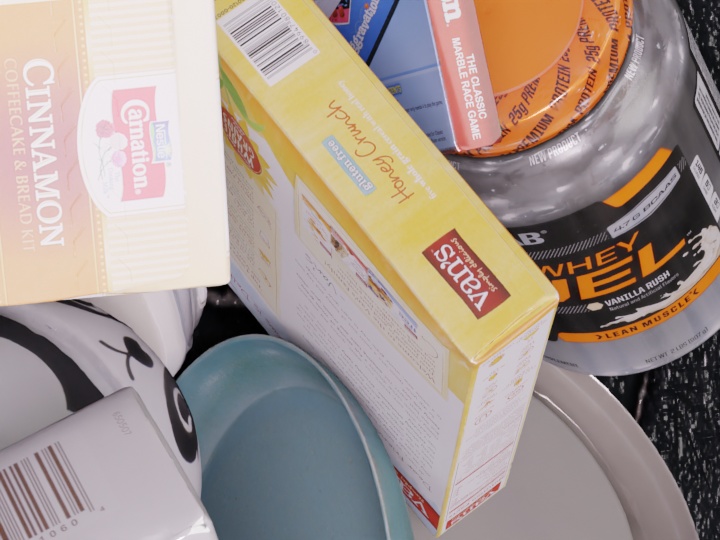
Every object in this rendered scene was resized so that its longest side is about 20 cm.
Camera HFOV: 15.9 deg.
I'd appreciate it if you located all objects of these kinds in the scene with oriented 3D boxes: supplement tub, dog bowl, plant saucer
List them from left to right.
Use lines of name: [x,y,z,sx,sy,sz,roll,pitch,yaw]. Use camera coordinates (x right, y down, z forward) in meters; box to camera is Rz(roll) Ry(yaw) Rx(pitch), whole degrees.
plant saucer: [-0.033,0.123,0.905,0.027,0.200,0.201,5,85,-33]
dog bowl: [0.039,0.101,1.005,0.200,0.059,0.201,24,39,-21]
supplement tub: [0.076,-0.049,0.973,0.200,0.122,0.123,50,50,-58]

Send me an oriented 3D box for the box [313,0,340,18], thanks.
box: [-0.058,-0.173,0.869,0.048,0.158,0.201,-12,75,-22]

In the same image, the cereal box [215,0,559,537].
cereal box: [0.000,0.000,0.854,0.039,0.144,0.200,-36,165,-14]

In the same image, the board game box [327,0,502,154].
board game box: [-0.010,-0.085,0.890,0.019,0.200,0.103,-15,94,-21]

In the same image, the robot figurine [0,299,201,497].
robot figurine: [-0.138,0.083,0.828,0.200,0.124,0.151,-30,118,-48]

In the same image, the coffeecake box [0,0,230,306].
coffeecake box: [-0.089,-0.100,0.761,0.073,0.200,0.154,-6,113,-9]

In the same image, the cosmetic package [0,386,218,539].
cosmetic package: [-0.069,0.141,0.747,0.101,0.074,0.200,-27,129,-8]

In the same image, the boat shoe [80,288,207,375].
boat shoe: [-0.100,-0.052,0.935,0.201,0.072,0.069,68,26,-19]
